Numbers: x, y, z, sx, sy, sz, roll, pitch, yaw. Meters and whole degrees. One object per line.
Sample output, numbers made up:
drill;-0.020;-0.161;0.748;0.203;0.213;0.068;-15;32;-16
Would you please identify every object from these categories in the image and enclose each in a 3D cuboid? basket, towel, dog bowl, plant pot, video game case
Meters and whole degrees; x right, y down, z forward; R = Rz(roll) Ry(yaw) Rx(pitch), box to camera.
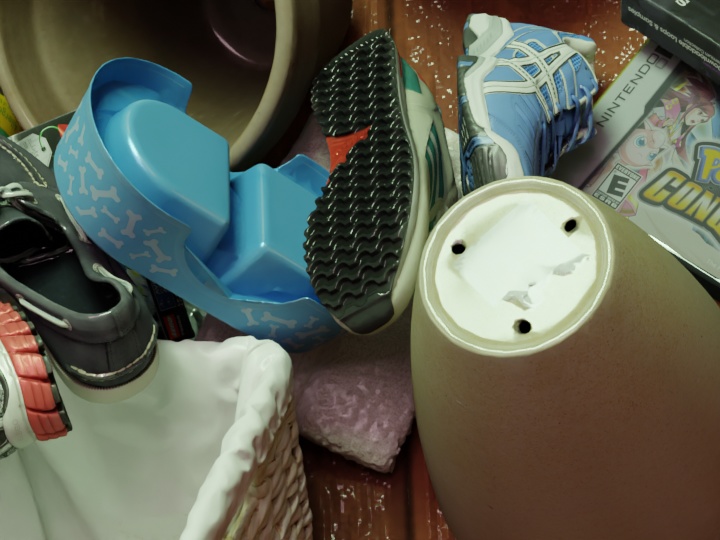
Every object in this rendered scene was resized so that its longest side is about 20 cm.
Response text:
basket;-0.136;0.152;1.018;0.198;0.162;0.199;-1;33;19
towel;0.000;0.000;1.137;0.132;0.035;0.201;24;72;4
dog bowl;-0.072;-0.028;1.047;0.050;0.199;0.112;-40;34;29
plant pot;-0.090;-0.155;1.178;0.198;0.174;0.202;7;107;24
video game case;0.227;-0.070;1.126;0.199;0.026;0.181;34;77;31
plant pot;0.098;0.042;1.008;0.185;0.200;0.189;-9;59;15

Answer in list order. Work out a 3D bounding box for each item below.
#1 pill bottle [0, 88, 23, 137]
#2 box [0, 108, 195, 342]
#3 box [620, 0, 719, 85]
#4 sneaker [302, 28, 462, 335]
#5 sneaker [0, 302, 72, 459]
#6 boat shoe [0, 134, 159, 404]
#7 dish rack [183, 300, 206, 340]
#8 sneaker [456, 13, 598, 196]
pill bottle;-0.264;-0.090;1.259;0.112;0.113;0.202;0;62;19
box;-0.204;0.005;1.134;0.198;0.040;0.138;-20;89;20
box;0.263;-0.168;1.135;0.200;0.036;0.143;-39;56;-19
sneaker;0.023;-0.034;1.062;0.070;0.093;0.201;-30;39;24
sneaker;-0.219;0.035;1.008;0.082;0.078;0.200;-26;32;-21
boat shoe;-0.166;-0.021;1.032;0.072;0.063;0.200;-30;57;-19
dish rack;-0.132;0.016;1.196;0.171;0.044;0.201;26;74;30
sneaker;0.091;-0.089;1.105;0.076;0.076;0.201;1;32;6
